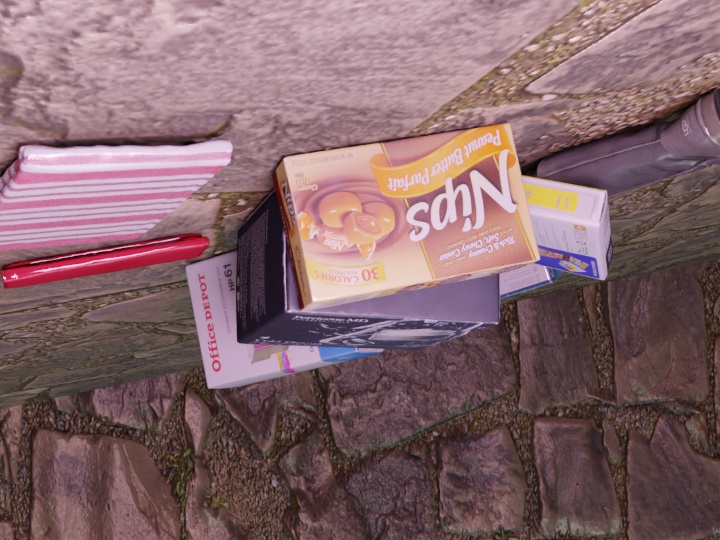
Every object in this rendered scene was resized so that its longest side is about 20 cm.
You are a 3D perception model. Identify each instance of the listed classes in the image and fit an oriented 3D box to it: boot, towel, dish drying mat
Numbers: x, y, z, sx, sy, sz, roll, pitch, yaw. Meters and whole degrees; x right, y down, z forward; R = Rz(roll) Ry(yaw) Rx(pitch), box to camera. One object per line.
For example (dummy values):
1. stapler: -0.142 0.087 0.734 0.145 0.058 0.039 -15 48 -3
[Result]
1. boot: 0.295 -0.106 1.046 0.180 0.074 0.199 11 153 -37
2. towel: -0.194 -0.055 0.773 0.144 0.030 0.199 -8 169 -34
3. dish drying mat: -0.250 -0.010 1.072 0.197 0.019 0.077 -11 174 -18

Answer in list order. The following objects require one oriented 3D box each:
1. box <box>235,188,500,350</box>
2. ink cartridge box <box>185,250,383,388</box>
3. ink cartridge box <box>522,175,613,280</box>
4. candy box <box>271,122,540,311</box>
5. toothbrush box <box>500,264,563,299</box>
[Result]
1. box: 0.000 0.000 1.009 0.196 0.126 0.196 3 167 -18
2. ink cartridge box: -0.088 0.043 1.243 0.197 0.147 0.084 -15 172 24
3. ink cartridge box: 0.151 -0.051 1.099 0.197 0.048 0.198 15 171 17
4. candy box: 0.037 -0.044 0.886 0.197 0.118 0.055 -10 174 -17
5. toothbrush box: 0.172 -0.016 1.349 0.144 0.087 0.200 -19 -178 19
